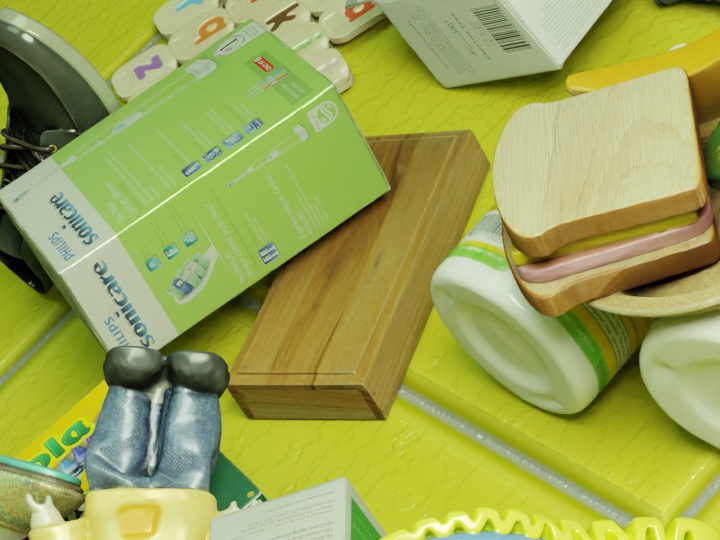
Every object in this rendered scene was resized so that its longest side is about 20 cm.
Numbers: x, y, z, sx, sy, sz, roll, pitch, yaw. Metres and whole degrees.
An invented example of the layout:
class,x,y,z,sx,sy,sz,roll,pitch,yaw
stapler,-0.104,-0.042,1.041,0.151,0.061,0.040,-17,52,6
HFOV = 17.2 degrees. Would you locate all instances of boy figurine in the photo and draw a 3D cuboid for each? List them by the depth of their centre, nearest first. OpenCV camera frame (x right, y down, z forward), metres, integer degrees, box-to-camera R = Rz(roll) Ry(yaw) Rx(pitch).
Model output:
class,x,y,z,sx,sy,sz,roll,pitch,yaw
boy figurine,-0.119,0.143,1.255,0.123,0.065,0.201,8,67,-2

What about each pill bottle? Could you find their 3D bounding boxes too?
class,x,y,z,sx,sy,sz,roll,pitch,yaw
pill bottle,0.232,-0.009,1.234,0.113,0.114,0.201,7,54,38
pill bottle,0.141,-0.028,1.317,0.200,0.111,0.111,-47,41,-18

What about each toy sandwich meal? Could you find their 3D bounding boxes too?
class,x,y,z,sx,sy,sz,roll,pitch,yaw
toy sandwich meal,0.160,-0.059,1.191,0.204,0.070,0.206,-23,38,19

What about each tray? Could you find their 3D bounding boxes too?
class,x,y,z,sx,sy,sz,roll,pitch,yaw
tray,0.000,0.000,1.442,0.098,0.037,0.201,-2,47,32

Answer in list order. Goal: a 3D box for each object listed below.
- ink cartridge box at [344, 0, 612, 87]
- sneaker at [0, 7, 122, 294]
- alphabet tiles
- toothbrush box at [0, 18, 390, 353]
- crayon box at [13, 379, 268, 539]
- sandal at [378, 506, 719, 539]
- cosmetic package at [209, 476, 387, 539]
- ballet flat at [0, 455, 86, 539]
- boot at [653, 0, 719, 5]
class,x,y,z,sx,sy,sz,roll,pitch,yaw
ink cartridge box,0.109,-0.219,1.541,0.200,0.084,0.175,-51,23,-22
sneaker,-0.205,-0.070,1.525,0.075,0.200,0.106,27,66,36
alphabet tiles,-0.078,-0.156,1.672,0.195,0.015,0.200,-33,39,0
toothbrush box,-0.105,-0.049,1.461,0.199,0.086,0.146,-34,31,-9
crayon box,-0.159,0.167,1.355,0.200,0.058,0.172,-41,40,-10
sandal,0.088,0.165,1.137,0.198,0.080,0.088,1,58,-11
cosmetic package,-0.023,0.218,1.175,0.084,0.108,0.201,-19,42,17
ballet flat,-0.230,0.129,1.358,0.199,0.071,0.071,12,56,44
boot,0.274,-0.233,1.479,0.200,0.070,0.131,-40,34,-16
